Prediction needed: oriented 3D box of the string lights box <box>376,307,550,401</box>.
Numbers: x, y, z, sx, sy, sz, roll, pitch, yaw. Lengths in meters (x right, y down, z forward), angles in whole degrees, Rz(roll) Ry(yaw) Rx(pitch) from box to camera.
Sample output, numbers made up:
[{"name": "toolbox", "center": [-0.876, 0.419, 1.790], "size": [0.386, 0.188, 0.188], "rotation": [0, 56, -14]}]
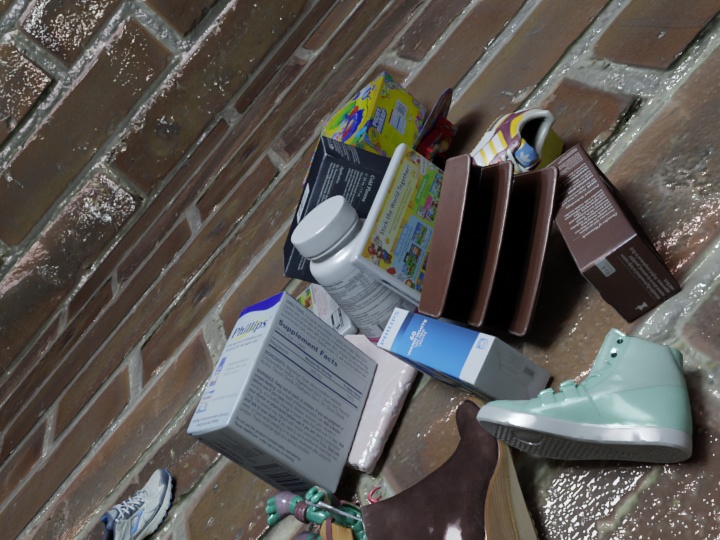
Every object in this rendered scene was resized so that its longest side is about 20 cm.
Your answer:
[{"name": "string lights box", "center": [0.118, 0.106, 0.859], "size": [0.199, 0.102, 0.059], "rotation": [12, 72, 60]}]

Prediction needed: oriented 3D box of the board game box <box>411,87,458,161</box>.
[{"name": "board game box", "center": [0.128, -0.215, 1.238], "size": [0.202, 0.039, 0.158], "rotation": [-62, -10, -4]}]

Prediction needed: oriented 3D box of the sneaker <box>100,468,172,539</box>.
[{"name": "sneaker", "center": [-0.405, 0.438, 1.256], "size": [0.077, 0.085, 0.202], "rotation": [-6, 51, 52]}]

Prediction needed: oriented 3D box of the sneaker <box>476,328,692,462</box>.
[{"name": "sneaker", "center": [0.217, 0.119, 0.701], "size": [0.198, 0.074, 0.119], "rotation": [-2, 56, 28]}]

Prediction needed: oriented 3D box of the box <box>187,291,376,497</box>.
[{"name": "box", "center": [-0.098, 0.167, 0.954], "size": [0.104, 0.184, 0.202], "rotation": [-21, 38, 45]}]

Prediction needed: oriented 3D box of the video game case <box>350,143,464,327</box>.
[{"name": "video game case", "center": [0.094, -0.048, 0.979], "size": [0.023, 0.181, 0.202], "rotation": [-30, 32, 56]}]

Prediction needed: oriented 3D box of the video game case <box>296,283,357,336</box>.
[{"name": "video game case", "center": [-0.087, 0.098, 1.256], "size": [0.182, 0.023, 0.201], "rotation": [-42, 30, 17]}]

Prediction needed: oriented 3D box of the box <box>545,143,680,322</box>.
[{"name": "box", "center": [0.275, -0.049, 0.817], "size": [0.075, 0.100, 0.201], "rotation": [-37, 32, 24]}]

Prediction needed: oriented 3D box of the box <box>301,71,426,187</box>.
[{"name": "box", "center": [0.009, -0.239, 1.394], "size": [0.192, 0.122, 0.202], "rotation": [-30, 34, 43]}]

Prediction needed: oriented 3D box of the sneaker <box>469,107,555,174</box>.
[{"name": "sneaker", "center": [0.190, -0.140, 0.968], "size": [0.201, 0.075, 0.090], "rotation": [-60, 24, -14]}]

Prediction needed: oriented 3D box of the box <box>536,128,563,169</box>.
[{"name": "box", "center": [0.229, -0.112, 1.011], "size": [0.075, 0.050, 0.202], "rotation": [-15, 44, 49]}]

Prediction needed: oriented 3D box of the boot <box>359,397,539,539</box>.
[{"name": "boot", "center": [0.079, 0.225, 0.738], "size": [0.164, 0.073, 0.201], "rotation": [-11, 41, -3]}]

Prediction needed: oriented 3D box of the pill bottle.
[{"name": "pill bottle", "center": [0.000, 0.000, 1.008], "size": [0.113, 0.200, 0.114], "rotation": [-33, 23, 16]}]

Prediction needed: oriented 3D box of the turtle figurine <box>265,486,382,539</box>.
[{"name": "turtle figurine", "center": [-0.030, 0.318, 0.843], "size": [0.199, 0.100, 0.152], "rotation": [-12, 87, 52]}]

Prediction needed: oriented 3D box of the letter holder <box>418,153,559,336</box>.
[{"name": "letter holder", "center": [0.154, -0.032, 0.862], "size": [0.142, 0.099, 0.203], "rotation": [-169, 90, -77]}]

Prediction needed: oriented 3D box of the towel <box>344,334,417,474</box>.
[{"name": "towel", "center": [-0.002, 0.182, 1.023], "size": [0.190, 0.032, 0.202], "rotation": [-7, 50, 54]}]

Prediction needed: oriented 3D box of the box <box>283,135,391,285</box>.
[{"name": "box", "center": [-0.005, -0.074, 1.095], "size": [0.104, 0.180, 0.202], "rotation": [-104, 34, -65]}]
